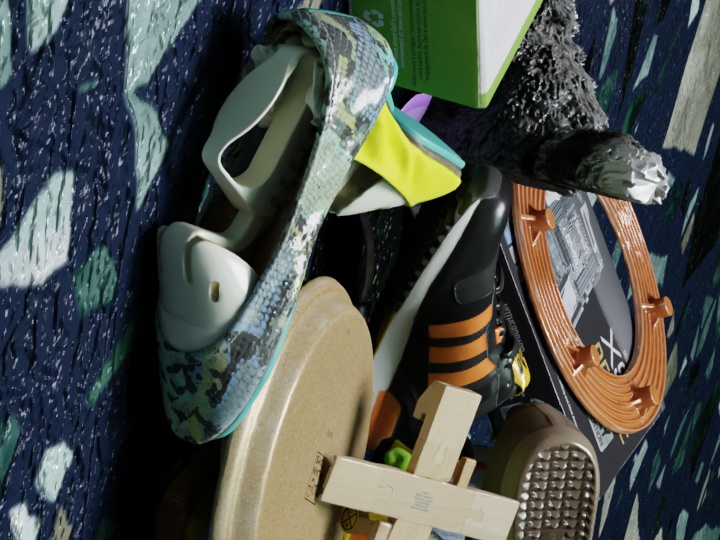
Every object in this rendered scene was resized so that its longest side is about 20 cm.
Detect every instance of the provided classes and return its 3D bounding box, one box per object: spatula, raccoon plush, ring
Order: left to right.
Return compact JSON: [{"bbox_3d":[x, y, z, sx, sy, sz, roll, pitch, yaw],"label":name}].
[{"bbox_3d":[0.000,0.000,1.443,0.057,0.021,0.200,-21,126,-72],"label":"spatula"},{"bbox_3d":[0.116,-0.110,1.463,0.097,0.200,0.134,19,88,-47],"label":"raccoon plush"},{"bbox_3d":[0.142,-0.002,1.614,0.200,0.019,0.201,43,38,-47],"label":"ring"}]

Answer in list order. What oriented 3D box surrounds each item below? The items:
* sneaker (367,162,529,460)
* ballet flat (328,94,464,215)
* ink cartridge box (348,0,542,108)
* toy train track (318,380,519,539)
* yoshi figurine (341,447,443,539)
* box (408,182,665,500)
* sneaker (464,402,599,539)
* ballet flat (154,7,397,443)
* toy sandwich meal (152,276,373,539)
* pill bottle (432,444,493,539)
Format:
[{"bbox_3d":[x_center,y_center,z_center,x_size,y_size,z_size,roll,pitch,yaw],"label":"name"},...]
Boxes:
[{"bbox_3d":[0.057,0.027,1.451,0.070,0.090,0.200,-80,-168,-51],"label":"sneaker"},{"bbox_3d":[-0.006,-0.062,1.314,0.067,0.067,0.200,-52,160,0],"label":"ballet flat"},{"bbox_3d":[0.051,-0.203,1.323,0.200,0.076,0.148,83,28,-51],"label":"ink cartridge box"},{"bbox_3d":[0.007,0.147,1.323,0.115,0.033,0.200,18,95,-35],"label":"toy train track"},{"bbox_3d":[-0.002,0.151,1.449,0.200,0.112,0.112,-1,90,-82],"label":"yoshi figurine"},{"bbox_3d":[0.108,0.024,1.608,0.158,0.050,0.200,-39,110,-62],"label":"box"},{"bbox_3d":[0.088,0.169,1.499,0.076,0.070,0.200,-121,-137,-66],"label":"sneaker"},{"bbox_3d":[-0.053,-0.025,1.182,0.200,0.074,0.074,-68,163,-5],"label":"ballet flat"},{"bbox_3d":[-0.053,0.095,1.285,0.205,0.070,0.205,13,90,-74],"label":"toy sandwich meal"},{"bbox_3d":[0.048,0.209,1.591,0.109,0.109,0.200,80,20,-57],"label":"pill bottle"}]
